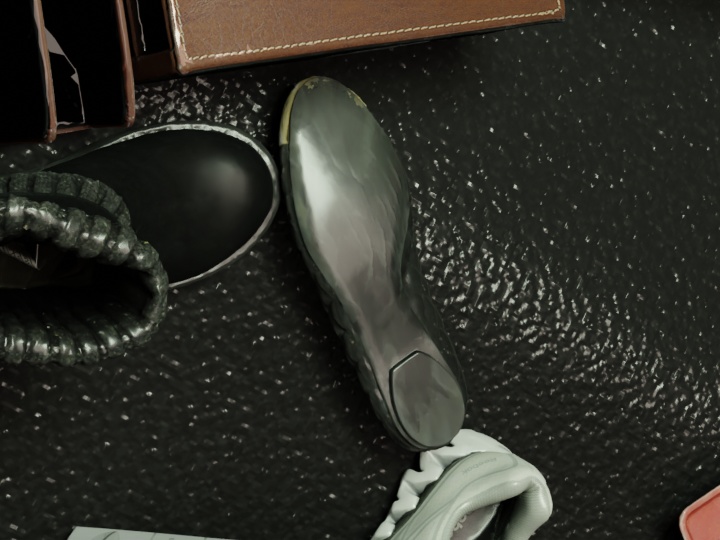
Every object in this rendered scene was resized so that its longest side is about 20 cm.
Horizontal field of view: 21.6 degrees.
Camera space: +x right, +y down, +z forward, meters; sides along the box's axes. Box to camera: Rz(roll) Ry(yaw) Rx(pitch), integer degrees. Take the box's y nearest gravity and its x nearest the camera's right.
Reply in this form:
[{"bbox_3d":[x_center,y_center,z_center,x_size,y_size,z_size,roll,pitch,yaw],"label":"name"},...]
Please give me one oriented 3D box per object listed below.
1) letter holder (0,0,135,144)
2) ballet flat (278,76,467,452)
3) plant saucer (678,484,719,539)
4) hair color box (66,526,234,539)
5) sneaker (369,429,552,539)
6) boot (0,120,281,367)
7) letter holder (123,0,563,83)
[{"bbox_3d":[-0.158,-0.153,0.810,0.100,0.142,0.201,-12,98,-24],"label":"letter holder"},{"bbox_3d":[0.000,0.000,0.947,0.066,0.057,0.200,-22,101,-19],"label":"ballet flat"},{"bbox_3d":[0.284,0.176,1.103,0.199,0.037,0.200,-30,106,-21],"label":"plant saucer"},{"bbox_3d":[-0.043,0.164,0.866,0.199,0.111,0.064,6,92,0],"label":"hair color box"},{"bbox_3d":[0.024,0.171,0.955,0.075,0.081,0.200,40,78,-24],"label":"sneaker"},{"bbox_3d":[-0.108,-0.014,0.835,0.211,0.158,0.080,-17,101,-24],"label":"boot"},{"bbox_3d":[-0.022,-0.173,0.891,0.200,0.101,0.143,-11,97,-25],"label":"letter holder"}]
